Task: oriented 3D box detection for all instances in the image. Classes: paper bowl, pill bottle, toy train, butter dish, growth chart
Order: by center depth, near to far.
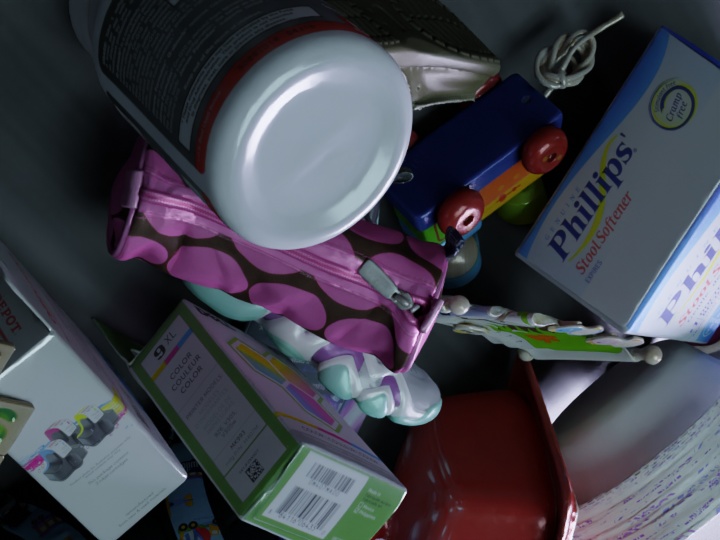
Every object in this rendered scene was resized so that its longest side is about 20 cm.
[{"bbox_3d":[-0.070,-0.107,0.869,0.115,0.200,0.117,-20,131,-25],"label":"pill bottle"},{"bbox_3d":[0.109,-0.077,1.128,0.199,0.085,0.116,-36,147,-12],"label":"toy train"},{"bbox_3d":[0.099,0.040,1.152,0.199,0.144,0.018,15,79,-36],"label":"growth chart"},{"bbox_3d":[0.066,0.182,1.231,0.146,0.201,0.201,4,120,-9],"label":"butter dish"},{"bbox_3d":[0.217,0.131,1.274,0.200,0.105,0.201,-40,-178,2],"label":"paper bowl"}]

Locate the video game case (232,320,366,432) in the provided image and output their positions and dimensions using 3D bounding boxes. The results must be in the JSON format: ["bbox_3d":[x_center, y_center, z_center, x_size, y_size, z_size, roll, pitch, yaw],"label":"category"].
[{"bbox_3d":[-0.063,0.118,1.175,0.142,0.019,0.201,9,113,-42],"label":"video game case"}]

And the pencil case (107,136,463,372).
[{"bbox_3d":[-0.048,-0.013,0.958,0.198,0.094,0.092,20,100,-6],"label":"pencil case"}]

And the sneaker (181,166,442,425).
[{"bbox_3d":[0.000,0.000,1.053,0.199,0.078,0.140,34,96,-21],"label":"sneaker"}]

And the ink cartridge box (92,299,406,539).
[{"bbox_3d":[-0.070,0.081,1.007,0.059,0.200,0.104,-51,138,6],"label":"ink cartridge box"}]

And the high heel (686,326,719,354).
[{"bbox_3d":[0.295,0.071,1.409,0.199,0.096,0.068,-26,95,6],"label":"high heel"}]

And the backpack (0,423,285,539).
[{"bbox_3d":[-0.123,0.204,1.042,0.181,0.200,0.135,-26,129,-12],"label":"backpack"}]

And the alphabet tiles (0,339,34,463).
[{"bbox_3d":[-0.262,0.108,0.847,0.166,0.006,0.201,18,112,-48],"label":"alphabet tiles"}]

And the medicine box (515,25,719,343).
[{"bbox_3d":[0.227,-0.053,1.181,0.183,0.103,0.200,-58,155,12],"label":"medicine box"}]

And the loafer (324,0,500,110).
[{"bbox_3d":[0.013,-0.125,1.005,0.199,0.076,0.068,-3,137,-55],"label":"loafer"}]

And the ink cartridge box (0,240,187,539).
[{"bbox_3d":[-0.190,0.055,0.955,0.068,0.115,0.200,-38,136,-5],"label":"ink cartridge box"}]
